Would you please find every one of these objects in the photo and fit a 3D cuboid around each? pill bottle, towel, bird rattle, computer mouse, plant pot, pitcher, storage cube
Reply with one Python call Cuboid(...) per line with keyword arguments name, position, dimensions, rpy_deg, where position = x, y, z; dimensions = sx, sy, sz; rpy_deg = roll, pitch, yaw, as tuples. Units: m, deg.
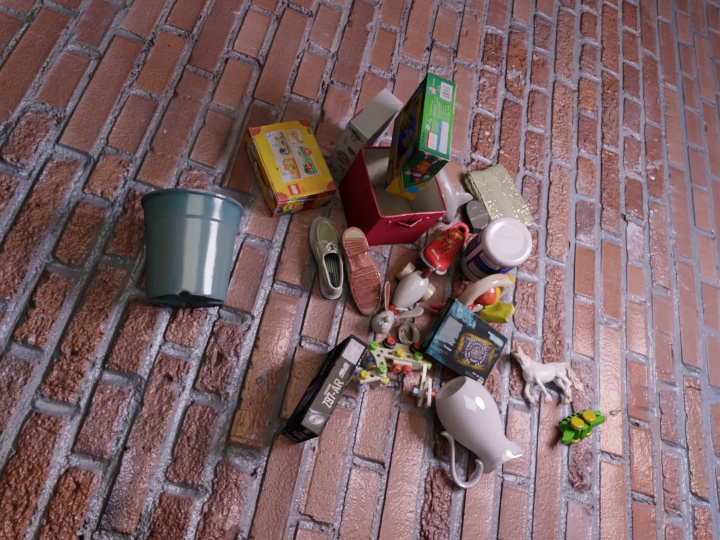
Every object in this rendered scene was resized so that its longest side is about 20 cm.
Cuboid(name="pill bottle", position=(0.312, -0.041, 1.316), dimensions=(0.115, 0.200, 0.116), rpy_deg=(2, 74, -8))
Cuboid(name="towel", position=(0.376, -0.193, 1.505), dimensions=(0.148, 0.036, 0.200), rpy_deg=(-19, 76, -27))
Cuboid(name="bird rattle", position=(0.271, 0.061, 1.299), dimensions=(0.199, 0.163, 0.113), rpy_deg=(1, 50, -30))
Cuboid(name="computer mouse", position=(0.319, -0.093, 1.449), dimensions=(0.058, 0.034, 0.201), rpy_deg=(-18, 82, -10))
Cuboid(name="plant pot", position=(-0.334, -0.034, 1.094), dimensions=(0.200, 0.200, 0.197), rpy_deg=(4, 75, -19))
Cuboid(name="pitcher", position=(0.230, 0.346, 1.190), dimensions=(0.171, 0.121, 0.200), rpy_deg=(-36, 95, -15))
Cuboid(name="storage cube", position=(0.067, -0.167, 1.297), dimensions=(0.170, 0.180, 0.201), rpy_deg=(-7, 72, -23))

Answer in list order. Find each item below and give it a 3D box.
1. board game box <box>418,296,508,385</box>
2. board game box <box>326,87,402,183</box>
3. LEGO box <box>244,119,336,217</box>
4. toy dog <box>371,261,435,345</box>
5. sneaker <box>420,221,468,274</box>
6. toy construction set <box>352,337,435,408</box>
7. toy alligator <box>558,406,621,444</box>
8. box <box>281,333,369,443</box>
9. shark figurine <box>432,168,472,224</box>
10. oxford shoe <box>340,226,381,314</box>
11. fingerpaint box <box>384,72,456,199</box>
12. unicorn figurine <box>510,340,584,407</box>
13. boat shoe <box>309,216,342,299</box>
Cuboid(name="board game box", position=(0.234, 0.164, 1.242), dimensions=(0.200, 0.028, 0.135), rpy_deg=(36, 81, -30))
Cuboid(name="board game box", position=(0.004, -0.316, 1.323), dimensions=(0.064, 0.200, 0.148), rpy_deg=(42, 60, 0))
Cuboid(name="LEGO box", position=(-0.165, -0.241, 1.298), dimensions=(0.149, 0.077, 0.200), rpy_deg=(-16, 75, -25))
Cuboid(name="toy dog", position=(0.108, 0.059, 1.258), dimensions=(0.132, 0.096, 0.200), rpy_deg=(25, 57, -12))
Cuboid(name="sneaker", position=(0.206, -0.063, 1.330), dimensions=(0.077, 0.085, 0.200), rpy_deg=(39, 38, 1))
Cuboid(name="toy construction set", position=(0.081, 0.215, 1.193), dimensions=(0.200, 0.092, 0.131), rpy_deg=(24, 38, -19))
Cuboid(name="toy alligator", position=(0.536, 0.357, 1.329), dimensions=(0.200, 0.059, 0.054), rpy_deg=(-18, 35, -26))
Cuboid(name="box", position=(-0.070, 0.234, 1.090), dimensions=(0.043, 0.160, 0.200), rpy_deg=(34, 62, -5))
Cuboid(name="shark figurine", position=(0.223, -0.158, 1.334), dimensions=(0.089, 0.215, 0.128), rpy_deg=(-17, 55, 4))
Cuboid(name="oxford shoe", position=(0.000, 0.000, 1.266), dimensions=(0.071, 0.074, 0.201), rpy_deg=(-11, 94, -11))
Cuboid(name="fingerpaint box", position=(0.123, -0.278, 1.167), dimensions=(0.073, 0.167, 0.201), rpy_deg=(17, 64, -16))
Cuboid(name="unicorn figurine", position=(0.433, 0.251, 1.329), dimensions=(0.200, 0.074, 0.138), rpy_deg=(9, 55, -32))
Cuboid(name="boat shoe", position=(-0.068, -0.036, 1.258), dimensions=(0.072, 0.062, 0.201), rpy_deg=(-5, 70, -22))
